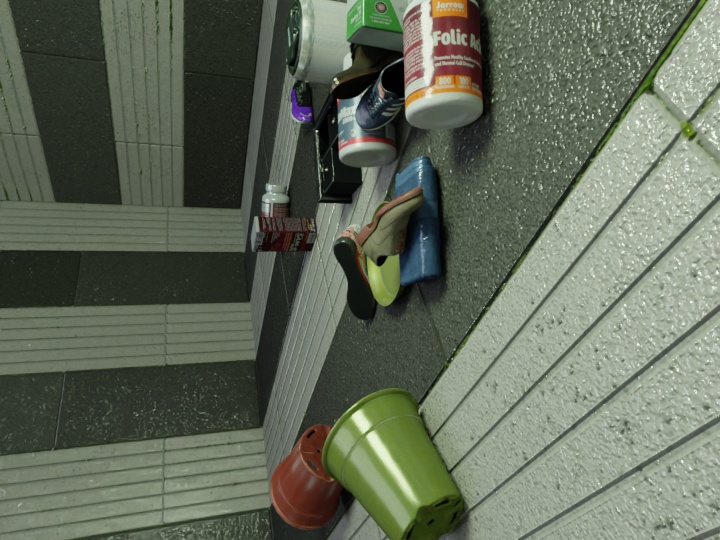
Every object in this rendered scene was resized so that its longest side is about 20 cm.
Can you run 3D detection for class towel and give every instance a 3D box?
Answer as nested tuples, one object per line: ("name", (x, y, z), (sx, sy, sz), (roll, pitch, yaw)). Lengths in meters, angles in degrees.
("towel", (0.101, -0.080, 0.891), (0.111, 0.047, 0.207), (157, 112, -70))

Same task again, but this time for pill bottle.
("pill bottle", (-0.334, -0.235, 2.055), (0.113, 0.110, 0.207), (-142, 55, -66))
("pill bottle", (0.116, -0.319, 0.746), (0.114, 0.111, 0.207), (170, 99, -70))
("pill bottle", (0.011, -0.322, 1.044), (0.119, 0.116, 0.207), (162, 107, -70))

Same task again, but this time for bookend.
("bookend", (-0.043, -0.288, 1.240), (0.198, 0.089, 0.207), (149, 118, -68))

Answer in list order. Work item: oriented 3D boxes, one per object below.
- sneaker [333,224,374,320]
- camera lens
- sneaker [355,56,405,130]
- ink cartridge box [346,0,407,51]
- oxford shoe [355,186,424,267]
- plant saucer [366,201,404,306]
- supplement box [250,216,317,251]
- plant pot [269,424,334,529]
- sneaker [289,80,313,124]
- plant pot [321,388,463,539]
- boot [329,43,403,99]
("sneaker", (0.001, -0.001, 1.172), (0.109, 0.065, 0.206), (-59, -43, -55))
("camera lens", (-0.059, -0.487, 1.125), (0.159, 0.194, 0.166), (180, 90, -70))
("sneaker", (0.044, -0.305, 0.891), (0.198, 0.084, 0.076), (-30, 90, 44))
("ink cartridge box", (0.054, -0.490, 0.877), (0.083, 0.142, 0.207), (-172, 81, -68))
("oxford shoe", (0.061, -0.070, 0.870), (0.076, 0.069, 0.200), (59, 152, 7))
("plant saucer", (0.058, -0.033, 1.040), (0.199, 0.030, 0.207), (179, 90, -71))
("supplement box", (-0.245, -0.114, 1.666), (0.110, 0.194, 0.062), (117, 145, -52))
("plant pot", (-0.112, 0.512, 1.332), (0.198, 0.195, 0.204), (-63, 32, 36))
("sneaker", (-0.192, -0.560, 1.706), (0.203, 0.068, 0.101), (-109, 29, -42))
("plant pot", (0.065, 0.333, 0.840), (0.190, 0.195, 0.205), (43, 131, 47))
("boot", (-0.004, -0.379, 0.941), (0.098, 0.199, 0.074), (55, 142, 0))
